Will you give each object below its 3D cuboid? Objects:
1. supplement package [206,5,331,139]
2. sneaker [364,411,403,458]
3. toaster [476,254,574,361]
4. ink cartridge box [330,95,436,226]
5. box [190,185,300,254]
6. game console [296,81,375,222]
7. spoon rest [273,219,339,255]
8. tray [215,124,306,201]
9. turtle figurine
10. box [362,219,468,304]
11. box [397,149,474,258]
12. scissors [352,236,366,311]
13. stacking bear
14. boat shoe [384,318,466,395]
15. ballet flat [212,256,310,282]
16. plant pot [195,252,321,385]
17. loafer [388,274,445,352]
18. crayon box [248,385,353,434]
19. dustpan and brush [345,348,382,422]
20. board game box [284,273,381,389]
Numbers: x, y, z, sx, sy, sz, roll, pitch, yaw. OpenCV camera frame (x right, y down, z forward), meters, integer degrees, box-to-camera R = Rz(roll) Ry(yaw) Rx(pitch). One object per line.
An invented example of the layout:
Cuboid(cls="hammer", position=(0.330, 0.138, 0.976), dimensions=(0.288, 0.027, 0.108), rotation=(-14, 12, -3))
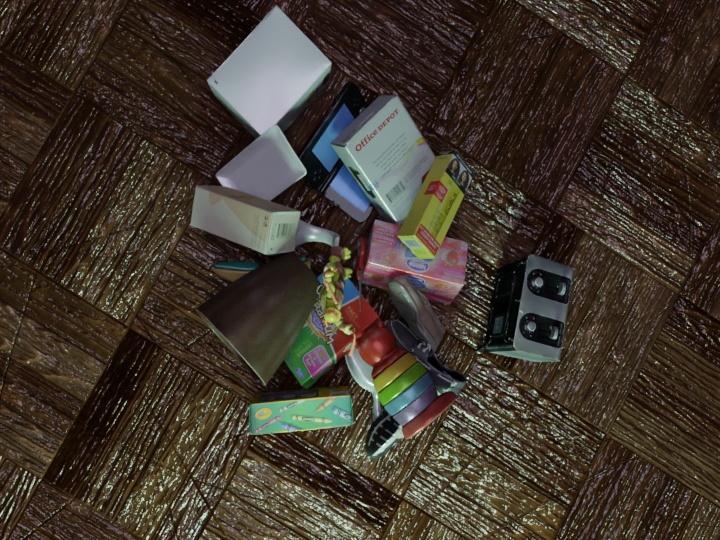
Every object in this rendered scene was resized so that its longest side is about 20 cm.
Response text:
Cuboid(cls="supplement package", position=(-0.175, -0.376, 1.228), dimensions=(0.156, 0.111, 0.201), rotation=(43, 86, -2))
Cuboid(cls="sneaker", position=(0.091, 0.303, 1.242), dimensions=(0.200, 0.073, 0.080), rotation=(-46, 121, -7))
Cuboid(cls="toaster", position=(0.325, 0.083, 1.223), dimensions=(0.115, 0.200, 0.187), rotation=(14, 79, -6))
Cuboid(cls="ink cartridge box", position=(0.058, -0.216, 1.213), dimensions=(0.145, 0.083, 0.201), rotation=(-43, 117, -9))
Cuboid(cls="box", position=(-0.220, -0.098, 1.175), dimensions=(0.195, 0.094, 0.080), rotation=(20, 105, 26))
Cuboid(cls="game console", position=(-0.010, -0.232, 1.234), dimensions=(0.117, 0.172, 0.203), rotation=(32, 85, 30))
Cuboid(cls="spoon rest", position=(-0.135, -0.070, 1.249), dimensions=(0.193, 0.061, 0.102), rotation=(10, 111, 3))
Cuboid(cls="tray", position=(-0.193, -0.191, 1.209), dimensions=(0.197, 0.022, 0.109), rotation=(-28, 100, 36))
Cuboid(cls="turtle figurine", position=(-0.046, 0.047, 1.149), dimensions=(0.062, 0.164, 0.204), rotation=(-8, 130, 13))
Cuboid(cls="box", position=(0.106, -0.015, 1.230), dimensions=(0.194, 0.103, 0.097), rotation=(14, 64, -5))
Cuboid(cls="box", position=(0.145, -0.127, 1.178), dimensions=(0.075, 0.049, 0.203), rotation=(42, 65, -32))
Cuboid(cls="scissors", position=(0.000, 0.000, 1.192), dimensions=(0.013, 0.201, 0.075), rotation=(13, 114, -9))
Cuboid(cls="stacking bear", position=(0.068, 0.194, 1.150), dimensions=(0.121, 0.113, 0.202), rotation=(-39, 79, 19))
Cuboid(cls="boat shoe", position=(0.128, 0.162, 1.211), dimensions=(0.200, 0.073, 0.063), rotation=(48, 126, 2))
Cuboid(cls="ballet flat", position=(-0.196, 0.012, 1.239), dimensions=(0.193, 0.069, 0.065), rotation=(-3, 102, -3))
Cuboid(cls="plant pot", position=(-0.171, 0.071, 1.154), dimensions=(0.187, 0.187, 0.200), rotation=(46, 74, -2))
Cuboid(cls="loafer", position=(0.114, 0.077, 1.230), dimensions=(0.063, 0.071, 0.203), rotation=(-45, 128, -23))
Cuboid(cls="crayon box", position=(-0.114, 0.270, 1.209), dimensions=(0.193, 0.119, 0.060), rotation=(-4, 88, -4))
Cuboid(cls="dustpan and brush", position=(0.034, 0.219, 1.261), dimensions=(0.135, 0.057, 0.207), rotation=(-2, 82, -13))
Cuboid(cls="board game box", position=(-0.078, 0.106, 1.227), dimensions=(0.199, 0.040, 0.154), rotation=(-40, 66, -4))
